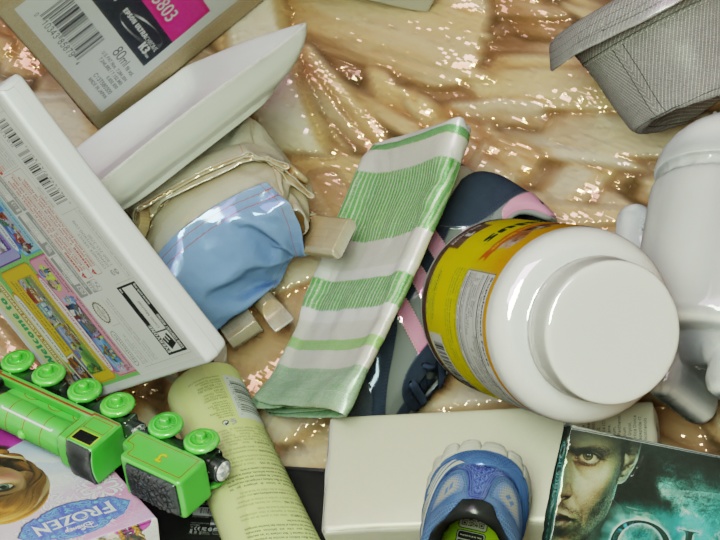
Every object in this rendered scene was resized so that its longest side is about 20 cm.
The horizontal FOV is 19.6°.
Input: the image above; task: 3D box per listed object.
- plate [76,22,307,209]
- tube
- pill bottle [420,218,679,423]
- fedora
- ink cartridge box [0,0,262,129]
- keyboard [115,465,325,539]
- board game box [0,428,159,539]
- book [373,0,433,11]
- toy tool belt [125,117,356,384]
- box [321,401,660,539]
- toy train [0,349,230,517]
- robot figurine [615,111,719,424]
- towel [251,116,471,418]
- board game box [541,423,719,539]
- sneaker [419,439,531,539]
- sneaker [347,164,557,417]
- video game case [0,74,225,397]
[{"bbox_3d":[-0.139,-0.083,1.363,0.199,0.032,0.200,-41,15,-24],"label":"plate"},{"bbox_3d":[-0.067,0.143,1.284,0.058,0.052,0.200,-28,50,-2],"label":"tube"},{"bbox_3d":[0.110,0.027,1.200,0.108,0.200,0.110,-1,94,-14],"label":"pill bottle"},{"bbox_3d":[0.213,-0.146,1.304,0.176,0.200,0.091,-27,92,39],"label":"fedora"},{"bbox_3d":[-0.167,-0.208,1.414,0.164,0.200,0.075,-38,62,0],"label":"ink cartridge box"},{"bbox_3d":[-0.088,0.174,1.324,0.199,0.040,0.105,1,53,14],"label":"keyboard"},{"bbox_3d":[-0.253,0.151,1.282,0.199,0.041,0.199,-18,32,-27],"label":"board game box"},{"bbox_3d":[-0.002,-0.289,1.457,0.133,0.048,0.201,12,67,-12],"label":"book"},{"bbox_3d":[-0.105,0.005,1.348,0.200,0.125,0.123,-41,53,-2],"label":"toy tool belt"},{"bbox_3d":[0.081,0.132,1.248,0.199,0.069,0.083,-3,57,12],"label":"box"},{"bbox_3d":[-0.166,0.100,1.291,0.199,0.042,0.056,19,44,33],"label":"toy train"},{"bbox_3d":[0.224,-0.010,1.253,0.169,0.113,0.201,0,67,35],"label":"robot figurine"},{"bbox_3d":[0.000,0.000,1.317,0.023,0.152,0.201,30,75,-18],"label":"towel"},{"bbox_3d":[0.198,0.171,1.170,0.199,0.028,0.136,11,82,-6],"label":"board game box"},{"bbox_3d":[0.053,0.201,1.176,0.078,0.089,0.201,6,110,8],"label":"sneaker"},{"bbox_3d":[0.057,0.030,1.314,0.082,0.070,0.201,18,77,22],"label":"sneaker"},{"bbox_3d":[-0.189,-0.012,1.268,0.022,0.200,0.182,-45,15,-33],"label":"video game case"}]
